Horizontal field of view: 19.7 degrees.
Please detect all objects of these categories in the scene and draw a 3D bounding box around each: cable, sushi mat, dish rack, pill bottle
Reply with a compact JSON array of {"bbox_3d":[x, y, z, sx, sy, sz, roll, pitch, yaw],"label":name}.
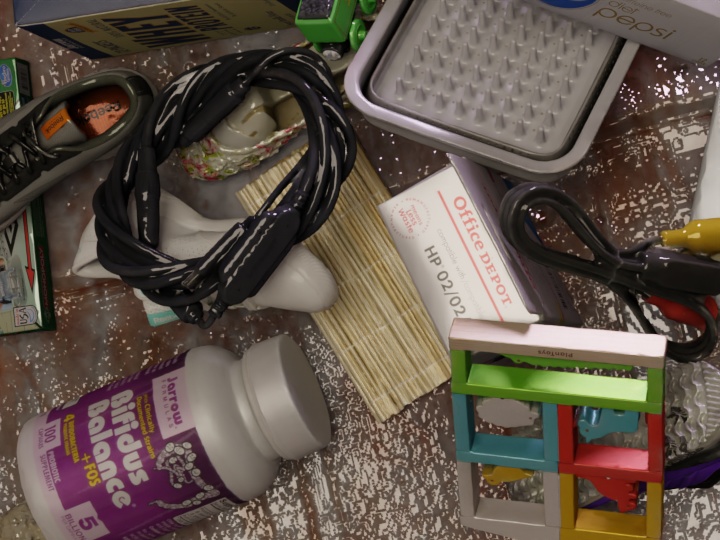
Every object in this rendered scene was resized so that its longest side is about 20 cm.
[{"bbox_3d":[0.166,-0.001,1.305,0.199,0.050,0.097,13,108,-21],"label":"cable"},{"bbox_3d":[0.000,0.000,1.454,0.096,0.012,0.200,-34,79,11],"label":"sushi mat"},{"bbox_3d":[0.097,-0.149,1.386,0.171,0.044,0.200,21,60,14],"label":"dish rack"},{"bbox_3d":[-0.092,-0.067,1.399,0.163,0.051,0.200,35,89,36],"label":"cable"},{"bbox_3d":[-0.126,0.118,1.429,0.199,0.112,0.113,-24,81,12],"label":"pill bottle"}]

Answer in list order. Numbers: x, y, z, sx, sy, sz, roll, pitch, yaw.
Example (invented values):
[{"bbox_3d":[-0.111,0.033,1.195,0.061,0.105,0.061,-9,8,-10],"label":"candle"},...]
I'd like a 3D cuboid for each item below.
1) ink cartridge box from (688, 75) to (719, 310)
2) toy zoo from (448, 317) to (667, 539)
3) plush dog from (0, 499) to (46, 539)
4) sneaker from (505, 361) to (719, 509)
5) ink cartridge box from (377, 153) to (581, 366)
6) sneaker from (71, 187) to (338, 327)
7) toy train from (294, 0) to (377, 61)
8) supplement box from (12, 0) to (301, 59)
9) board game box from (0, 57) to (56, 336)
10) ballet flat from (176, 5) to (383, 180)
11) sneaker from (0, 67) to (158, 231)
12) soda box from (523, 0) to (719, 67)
[{"bbox_3d":[0.320,-0.050,1.359,0.199,0.041,0.200,11,90,15],"label":"ink cartridge box"},{"bbox_3d":[0.124,0.114,1.290,0.131,0.021,0.201,5,132,13],"label":"toy zoo"},{"bbox_3d":[-0.303,0.264,1.462,0.171,0.160,0.201,-4,86,38],"label":"plush dog"},{"bbox_3d":[0.188,0.122,1.365,0.200,0.099,0.070,-23,61,41],"label":"sneaker"},{"bbox_3d":[0.075,-0.003,1.338,0.068,0.200,0.115,-28,80,11],"label":"ink cartridge box"},{"bbox_3d":[-0.110,0.006,1.434,0.199,0.075,0.089,18,63,29],"label":"sneaker"},{"bbox_3d":[-0.003,-0.237,1.414,0.042,0.056,0.201,1,64,27],"label":"toy train"},{"bbox_3d":[-0.134,-0.268,1.443,0.199,0.134,0.201,-7,85,15],"label":"supplement box"},{"bbox_3d":[-0.300,-0.047,1.528,0.134,0.029,0.201,-8,84,13],"label":"board game box"},{"bbox_3d":[-0.052,-0.129,1.450,0.200,0.064,0.076,-31,81,11],"label":"ballet flat"},{"bbox_3d":[-0.235,-0.087,1.463,0.200,0.079,0.074,-32,88,-4],"label":"sneaker"},{"bbox_3d":[0.160,-0.198,1.326,0.199,0.064,0.068,16,66,-22],"label":"soda box"}]
